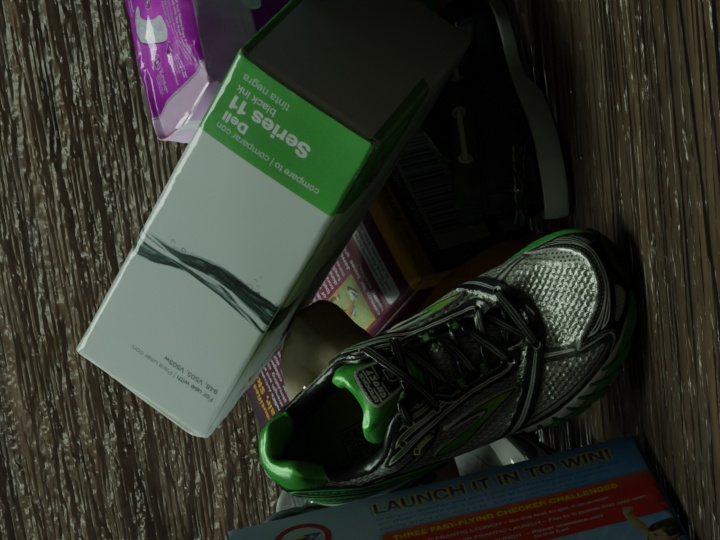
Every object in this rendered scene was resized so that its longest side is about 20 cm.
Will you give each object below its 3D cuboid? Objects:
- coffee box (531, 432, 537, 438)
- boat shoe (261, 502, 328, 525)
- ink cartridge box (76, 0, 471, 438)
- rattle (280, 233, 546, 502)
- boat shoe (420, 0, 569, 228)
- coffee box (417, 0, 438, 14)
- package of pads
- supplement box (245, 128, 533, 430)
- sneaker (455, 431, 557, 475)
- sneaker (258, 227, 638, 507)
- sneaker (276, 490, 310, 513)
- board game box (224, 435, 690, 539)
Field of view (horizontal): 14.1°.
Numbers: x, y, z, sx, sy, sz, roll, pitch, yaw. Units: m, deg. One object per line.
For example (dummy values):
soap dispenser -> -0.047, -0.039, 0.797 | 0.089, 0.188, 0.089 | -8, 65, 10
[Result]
coffee box -> 0.063, 0.153, 1.747 | 0.201, 0.079, 0.113 | 86, 171, -45
boat shoe -> 0.044, 0.151, 1.402 | 0.068, 0.199, 0.072 | 113, 171, -64
ink cartridge box -> -0.043, -0.036, 1.434 | 0.200, 0.083, 0.147 | -59, -4, 32
rattle -> 0.036, 0.077, 1.494 | 0.130, 0.143, 0.200 | 24, 149, 28
boat shoe -> 0.056, -0.086, 1.493 | 0.200, 0.060, 0.076 | -111, 12, -63
coffee box -> 0.018, -0.221, 1.539 | 0.123, 0.044, 0.201 | 126, 146, -84
package of pads -> -0.029, -0.126, 1.621 | 0.076, 0.199, 0.121 | -40, 55, 47
supplement box -> 0.000, 0.000, 1.608 | 0.111, 0.085, 0.200 | 63, 143, 18
sneaker -> 0.049, 0.130, 1.566 | 0.116, 0.075, 0.200 | -64, 16, 2
sneaker -> 0.041, 0.051, 1.320 | 0.078, 0.200, 0.085 | 60, -158, 18
sneaker -> 0.041, 0.193, 1.640 | 0.199, 0.074, 0.116 | 27, 150, 23
board game box -> 0.052, 0.161, 1.267 | 0.196, 0.199, 0.056 | -110, 8, -64
